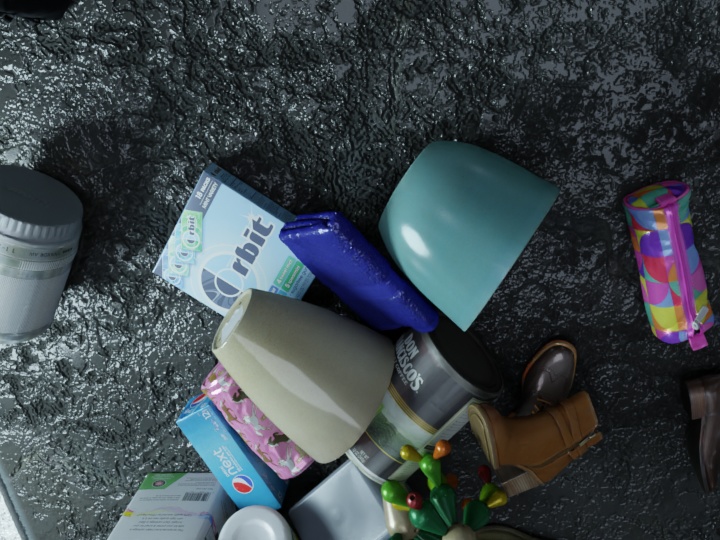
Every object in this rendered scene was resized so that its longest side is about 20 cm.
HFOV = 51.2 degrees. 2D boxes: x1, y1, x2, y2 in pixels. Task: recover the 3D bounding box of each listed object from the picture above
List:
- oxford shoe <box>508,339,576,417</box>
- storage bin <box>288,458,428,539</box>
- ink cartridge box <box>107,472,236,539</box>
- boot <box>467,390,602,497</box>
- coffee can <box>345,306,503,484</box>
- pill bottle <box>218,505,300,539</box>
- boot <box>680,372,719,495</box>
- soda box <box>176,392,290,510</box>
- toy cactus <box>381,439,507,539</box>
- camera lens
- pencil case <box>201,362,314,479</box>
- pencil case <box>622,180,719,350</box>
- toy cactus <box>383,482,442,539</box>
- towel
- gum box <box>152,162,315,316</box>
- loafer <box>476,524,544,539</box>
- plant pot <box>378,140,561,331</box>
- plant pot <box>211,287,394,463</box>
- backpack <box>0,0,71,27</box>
[{"bbox_3d":[0.251,0.193,1.043,0.070,0.073,0.204,16,113,0],"label":"oxford shoe"},{"bbox_3d":[-0.003,0.363,1.127,0.200,0.145,0.135,-43,74,21],"label":"storage bin"},{"bbox_3d":[-0.287,0.401,1.136,0.141,0.201,0.086,-3,112,9],"label":"ink cartridge box"},{"bbox_3d":[0.225,0.197,0.957,0.153,0.074,0.201,-30,136,2],"label":"boot"},{"bbox_3d":[0.075,0.172,1.020,0.146,0.147,0.201,38,112,-9],"label":"coffee can"},{"bbox_3d":[-0.140,0.440,1.140,0.109,0.115,0.202,0,146,8],"label":"pill bottle"},{"bbox_3d":[0.547,0.210,1.019,0.195,0.065,0.190,-12,112,8],"label":"boot"},{"bbox_3d":[-0.191,0.278,1.146,0.067,0.064,0.202,-26,106,18],"label":"soda box"},{"bbox_3d":[0.119,0.298,0.932,0.102,0.167,0.198,-40,139,27],"label":"toy cactus"},{"bbox_3d":[-0.474,-0.017,1.015,0.157,0.161,0.203,27,113,-4],"label":"camera lens"},{"bbox_3d":[-0.144,0.208,1.102,0.082,0.087,0.201,-29,107,38],"label":"pencil case"},{"bbox_3d":[0.388,-0.007,0.938,0.086,0.089,0.204,-17,108,14],"label":"pencil case"},{"bbox_3d":[0.069,0.357,0.958,0.102,0.197,0.168,-40,61,45],"label":"toy cactus"},{"bbox_3d":[0.000,0.000,0.943,0.200,0.050,0.146,44,156,-24],"label":"towel"},{"bbox_3d":[-0.161,-0.019,1.032,0.198,0.045,0.171,32,113,-6],"label":"gum box"},{"bbox_3d":[0.247,0.447,1.150,0.195,0.068,0.078,6,113,5],"label":"loafer"},{"bbox_3d":[0.117,-0.057,0.902,0.159,0.200,0.203,34,113,8],"label":"plant pot"},{"bbox_3d":[-0.087,0.117,0.978,0.198,0.189,0.188,34,113,-19],"label":"plant pot"},{"bbox_3d":[-0.441,-0.401,0.869,0.198,0.163,0.156,32,105,2],"label":"backpack"}]
